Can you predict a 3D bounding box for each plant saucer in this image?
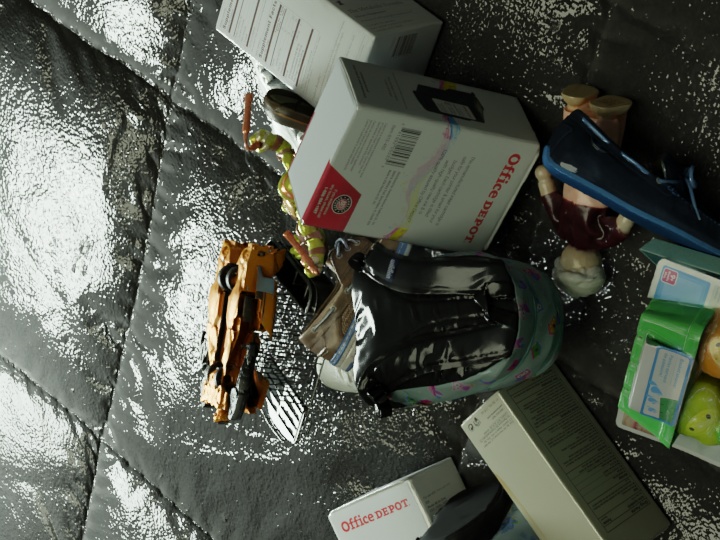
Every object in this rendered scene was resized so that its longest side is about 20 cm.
[{"bbox_3d":[0.346,0.012,1.372,0.199,0.070,0.019,19,82,36],"label":"plant saucer"}]

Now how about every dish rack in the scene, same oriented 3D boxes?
[{"bbox_3d":[-0.082,0.083,1.725,0.153,0.054,0.202,49,126,59],"label":"dish rack"}]

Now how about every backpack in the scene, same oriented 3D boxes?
[{"bbox_3d":[0.163,0.324,1.572,0.153,0.163,0.202,-22,95,28],"label":"backpack"},{"bbox_3d":[0.093,0.048,1.491,0.198,0.126,0.169,-11,82,38],"label":"backpack"}]

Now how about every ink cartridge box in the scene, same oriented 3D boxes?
[{"bbox_3d":[0.050,-0.106,1.496,0.147,0.198,0.083,-62,30,34],"label":"ink cartridge box"},{"bbox_3d":[0.072,0.323,1.693,0.145,0.084,0.202,-29,84,43],"label":"ink cartridge box"}]

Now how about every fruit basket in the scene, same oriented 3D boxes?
[{"bbox_3d":[0.334,0.105,1.385,0.199,0.094,0.187,26,125,25],"label":"fruit basket"}]

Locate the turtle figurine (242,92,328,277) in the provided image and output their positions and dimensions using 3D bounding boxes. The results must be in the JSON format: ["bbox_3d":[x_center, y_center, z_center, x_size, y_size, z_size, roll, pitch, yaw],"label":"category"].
[{"bbox_3d":[-0.064,-0.080,1.593,0.161,0.064,0.202,76,171,-77],"label":"turtle figurine"}]

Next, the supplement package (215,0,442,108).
[{"bbox_3d":[-0.035,-0.251,1.587,0.200,0.113,0.110,40,127,26],"label":"supplement package"}]

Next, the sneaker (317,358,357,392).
[{"bbox_3d":[0.019,0.099,1.665,0.199,0.081,0.076,-9,99,44],"label":"sneaker"}]

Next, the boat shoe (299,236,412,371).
[{"bbox_3d":[0.000,0.000,1.608,0.072,0.072,0.202,25,85,-6],"label":"boat shoe"}]

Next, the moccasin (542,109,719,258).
[{"bbox_3d":[0.259,-0.076,1.375,0.199,0.080,0.069,29,88,-9],"label":"moccasin"}]

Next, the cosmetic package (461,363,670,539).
[{"bbox_3d":[0.201,0.201,1.529,0.201,0.105,0.071,56,133,15],"label":"cosmetic package"}]

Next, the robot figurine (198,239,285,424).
[{"bbox_3d":[-0.132,0.070,1.707,0.145,0.058,0.203,-170,87,-66],"label":"robot figurine"}]

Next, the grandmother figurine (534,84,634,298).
[{"bbox_3d":[0.216,-0.066,1.466,0.121,0.060,0.202,35,129,49],"label":"grandmother figurine"}]

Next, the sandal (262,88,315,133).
[{"bbox_3d":[-0.017,-0.121,1.579,0.055,0.198,0.082,-60,27,16],"label":"sandal"}]

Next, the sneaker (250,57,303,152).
[{"bbox_3d":[-0.076,-0.176,1.682,0.081,0.075,0.202,-33,80,51],"label":"sneaker"}]
